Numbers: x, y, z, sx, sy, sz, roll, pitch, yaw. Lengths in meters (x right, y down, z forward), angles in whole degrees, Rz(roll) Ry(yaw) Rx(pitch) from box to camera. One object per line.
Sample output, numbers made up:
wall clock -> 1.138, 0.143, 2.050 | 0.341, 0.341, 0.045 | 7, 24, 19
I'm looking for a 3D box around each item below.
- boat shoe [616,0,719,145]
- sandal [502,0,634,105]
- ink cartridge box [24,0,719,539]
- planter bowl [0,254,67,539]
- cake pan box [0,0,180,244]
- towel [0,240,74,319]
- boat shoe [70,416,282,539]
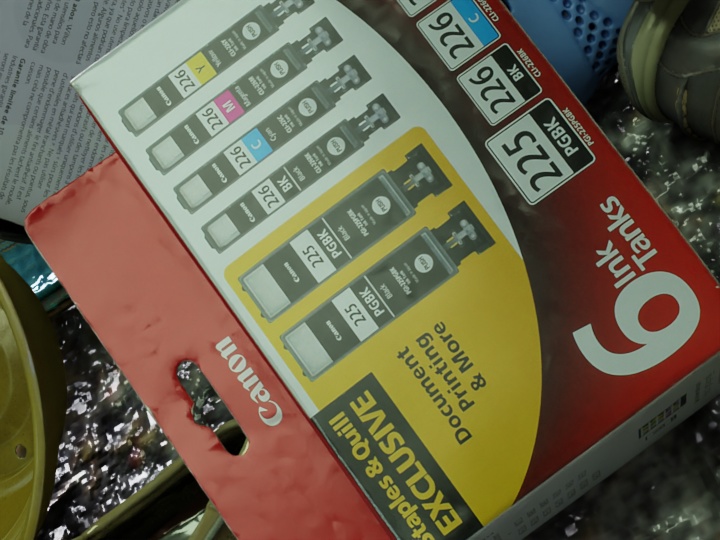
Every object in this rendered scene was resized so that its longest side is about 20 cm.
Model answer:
boat shoe -> 0.174, -0.123, 0.877 | 0.073, 0.074, 0.200 | 39, 97, 33
sandal -> 0.077, -0.102, 0.921 | 0.087, 0.079, 0.201 | 15, 73, 35
ink cartridge box -> 0.000, 0.000, 0.832 | 0.175, 0.084, 0.200 | -37, 76, -2
planter bowl -> -0.174, 0.047, 0.971 | 0.199, 0.083, 0.202 | 6, 102, 32
cake pan box -> -0.114, -0.107, 0.966 | 0.183, 0.052, 0.201 | 18, 97, 3
towel -> -0.105, -0.062, 1.055 | 0.199, 0.022, 0.147 | -31, 50, 15
boat shoe -> -0.098, 0.123, 0.900 | 0.200, 0.076, 0.072 | -45, 48, 4
